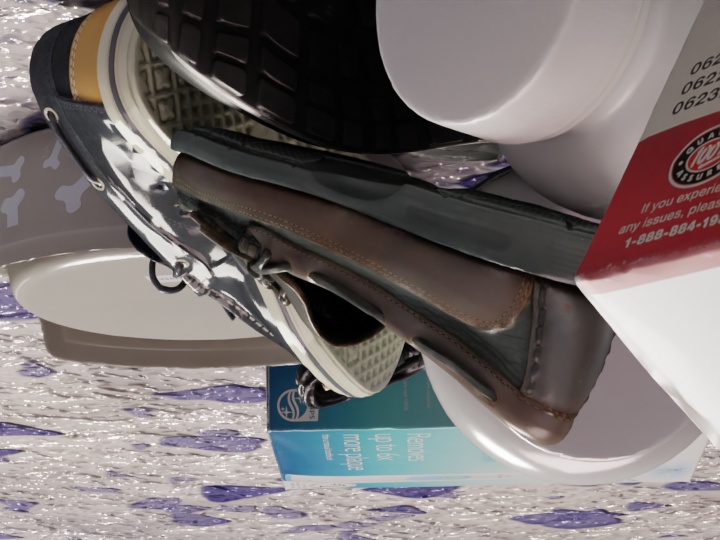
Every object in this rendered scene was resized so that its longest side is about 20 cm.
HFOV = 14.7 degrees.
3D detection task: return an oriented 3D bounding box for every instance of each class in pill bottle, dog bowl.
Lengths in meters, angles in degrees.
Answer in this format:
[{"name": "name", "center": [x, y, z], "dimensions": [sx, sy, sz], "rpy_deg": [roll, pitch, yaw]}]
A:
[{"name": "pill bottle", "center": [0.105, -0.063, 0.807], "dimensions": [0.199, 0.113, 0.112], "rpy_deg": [11, 161, -39]}, {"name": "dog bowl", "center": [-0.067, -0.010, 1.111], "dimensions": [0.199, 0.059, 0.200], "rpy_deg": [-1, 165, 0]}, {"name": "pill bottle", "center": [0.075, 0.015, 0.972], "dimensions": [0.110, 0.112, 0.200], "rpy_deg": [0, -178, 0]}]

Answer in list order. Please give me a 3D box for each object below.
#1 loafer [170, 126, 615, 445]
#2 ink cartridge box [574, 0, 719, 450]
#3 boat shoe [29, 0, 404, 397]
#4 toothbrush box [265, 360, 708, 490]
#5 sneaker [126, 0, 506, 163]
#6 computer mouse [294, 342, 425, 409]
[{"name": "loafer", "center": [0.000, 0.000, 0.825], "dimensions": [0.072, 0.063, 0.200], "rpy_deg": [9, -175, -37]}, {"name": "ink cartridge box", "center": [0.175, -0.039, 0.661], "dimensions": [0.145, 0.200, 0.145], "rpy_deg": [-16, 127, 46]}, {"name": "boat shoe", "center": [-0.044, -0.025, 0.967], "dimensions": [0.062, 0.075, 0.200], "rpy_deg": [0, 147, 37]}, {"name": "toothbrush box", "center": [0.059, 0.047, 1.280], "dimensions": [0.199, 0.086, 0.146], "rpy_deg": [-2, 165, 0]}, {"name": "sneaker", "center": [0.001, -0.063, 0.888], "dimensions": [0.199, 0.076, 0.087], "rpy_deg": [10, 167, -35]}, {"name": "computer mouse", "center": [0.068, 0.012, 1.095], "dimensions": [0.199, 0.034, 0.059], "rpy_deg": [-26, 155, -7]}]
